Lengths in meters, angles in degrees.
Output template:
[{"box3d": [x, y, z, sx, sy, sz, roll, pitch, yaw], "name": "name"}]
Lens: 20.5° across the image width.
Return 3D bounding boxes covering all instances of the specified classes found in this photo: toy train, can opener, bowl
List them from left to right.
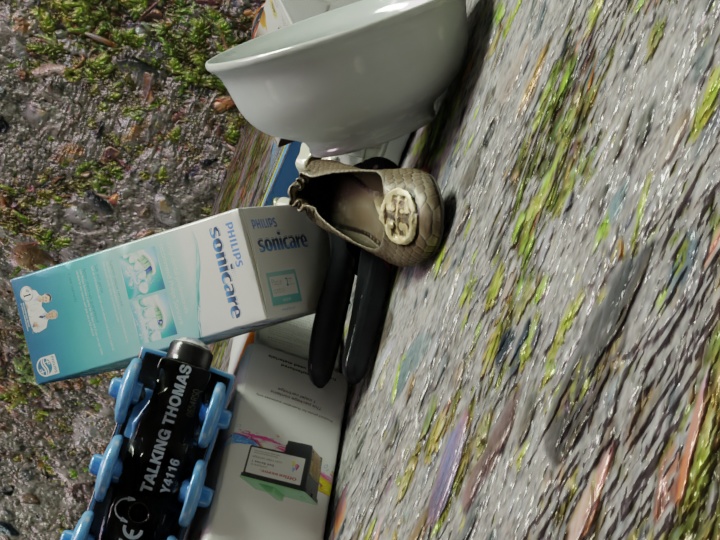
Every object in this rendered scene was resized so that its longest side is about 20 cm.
[{"box3d": [-0.142, 0.144, 1.346, 0.114, 0.087, 0.200, 115, 171, -78], "name": "toy train"}, {"box3d": [-0.004, -0.139, 1.436, 0.201, 0.201, 0.090, -108, 0, -78], "name": "bowl"}, {"box3d": [0.000, 0.000, 1.440, 0.063, 0.079, 0.200, -20, 42, 28], "name": "can opener"}]

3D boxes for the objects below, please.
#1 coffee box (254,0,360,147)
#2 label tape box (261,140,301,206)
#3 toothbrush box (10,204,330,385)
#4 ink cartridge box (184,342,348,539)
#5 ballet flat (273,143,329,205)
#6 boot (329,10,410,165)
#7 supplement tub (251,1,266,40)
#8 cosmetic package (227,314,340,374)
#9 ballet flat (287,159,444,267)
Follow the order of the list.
[{"box3d": [-0.028, -0.196, 1.743, 0.080, 0.114, 0.200, 63, 162, 12], "name": "coffee box"}, {"box3d": [-0.048, -0.133, 2.029, 0.200, 0.063, 0.144, -82, 13, -54], "name": "label tape box"}, {"box3d": [-0.130, 0.015, 1.472, 0.146, 0.200, 0.085, -8, -98, -67], "name": "toothbrush box"}, {"box3d": [-0.079, 0.176, 1.415, 0.200, 0.084, 0.145, -80, 13, -50], "name": "ink cartridge box"}, {"box3d": [-0.035, -0.072, 1.724, 0.068, 0.072, 0.200, 22, 90, 38], "name": "ballet flat"}, {"box3d": [-0.009, -0.119, 1.595, 0.074, 0.095, 0.200, -83, 14, -57], "name": "boot"}, {"box3d": [-0.088, -0.301, 2.566, 0.200, 0.107, 0.107, -103, 32, -75], "name": "supplement tub"}, {"box3d": [-0.063, 0.067, 1.624, 0.200, 0.071, 0.102, -88, 18, -67], "name": "cosmetic package"}, {"box3d": [0.000, -0.045, 1.351, 0.200, 0.046, 0.067, 25, 108, 63], "name": "ballet flat"}]
